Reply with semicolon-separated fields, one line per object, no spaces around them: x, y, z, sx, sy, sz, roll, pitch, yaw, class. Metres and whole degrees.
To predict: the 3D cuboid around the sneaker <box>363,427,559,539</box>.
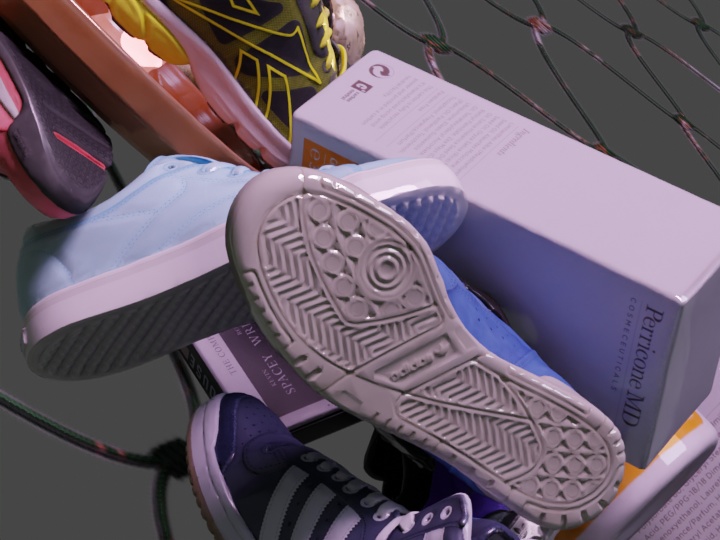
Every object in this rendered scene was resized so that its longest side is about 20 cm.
0.057;0.082;1.046;0.099;0.070;0.200;33;54;15;sneaker

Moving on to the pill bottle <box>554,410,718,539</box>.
0.078;0.052;1.171;0.200;0.112;0.112;46;22;14;pill bottle

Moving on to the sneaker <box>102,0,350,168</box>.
-0.040;-0.113;1.066;0.200;0.085;0.075;37;27;-34;sneaker

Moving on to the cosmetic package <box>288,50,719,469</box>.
0.064;-0.007;1.021;0.199;0.102;0.071;26;43;22;cosmetic package

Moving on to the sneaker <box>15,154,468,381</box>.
-0.057;-0.024;0.969;0.074;0.199;0.082;68;5;-63;sneaker

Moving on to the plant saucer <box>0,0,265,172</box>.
-0.123;-0.104;1.065;0.200;0.032;0.200;46;3;-3;plant saucer

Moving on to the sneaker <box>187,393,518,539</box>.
0.005;0.104;0.921;0.070;0.108;0.200;31;23;-45;sneaker

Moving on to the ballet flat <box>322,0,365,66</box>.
-0.014;-0.089;1.212;0.056;0.200;0.067;4;65;-4;ballet flat

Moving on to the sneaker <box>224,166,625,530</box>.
0.013;0.025;0.930;0.200;0.077;0.111;37;-3;-22;sneaker

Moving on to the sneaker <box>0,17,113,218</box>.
-0.179;-0.071;1.003;0.200;0.087;0.074;49;6;39;sneaker

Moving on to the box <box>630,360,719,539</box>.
0.245;0.075;1.290;0.131;0.200;0.199;45;22;10;box

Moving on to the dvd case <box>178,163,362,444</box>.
0.000;0.000;1.105;0.199;0.025;0.151;-20;56;-25;dvd case

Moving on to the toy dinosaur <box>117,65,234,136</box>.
-0.083;-0.100;1.202;0.058;0.101;0.200;30;27;-22;toy dinosaur
